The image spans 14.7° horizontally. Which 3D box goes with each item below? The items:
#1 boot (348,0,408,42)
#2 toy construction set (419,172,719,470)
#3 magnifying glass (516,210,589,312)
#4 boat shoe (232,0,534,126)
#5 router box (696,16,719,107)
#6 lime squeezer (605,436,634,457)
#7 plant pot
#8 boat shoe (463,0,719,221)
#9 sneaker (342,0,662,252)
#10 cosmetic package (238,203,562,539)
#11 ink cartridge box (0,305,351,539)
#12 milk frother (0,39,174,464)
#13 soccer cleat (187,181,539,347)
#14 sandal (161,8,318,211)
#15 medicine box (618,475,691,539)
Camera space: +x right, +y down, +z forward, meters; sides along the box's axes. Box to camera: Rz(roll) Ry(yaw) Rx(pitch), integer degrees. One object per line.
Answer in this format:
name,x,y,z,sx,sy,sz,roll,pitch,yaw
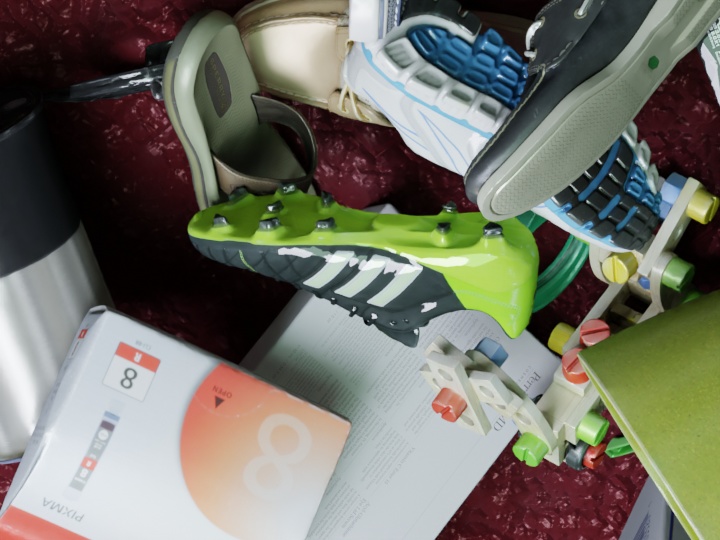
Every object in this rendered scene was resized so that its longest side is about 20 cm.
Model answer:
boot,0.048,-0.204,1.479,0.090,0.200,0.073,9,152,2
toy construction set,0.127,0.038,1.604,0.092,0.200,0.131,44,161,27
magnifying glass,0.112,-0.054,1.596,0.022,0.080,0.200,42,140,29
boat shoe,0.018,-0.117,1.592,0.200,0.069,0.074,4,118,6
router box,0.259,-0.140,1.522,0.150,0.062,0.200,-20,98,17
lime squeezer,0.224,0.098,1.646,0.071,0.200,0.038,-41,119,-20
plant pot,0.249,0.069,1.503,0.200,0.187,0.187,-33,109,1
boat shoe,0.119,-0.111,1.472,0.068,0.072,0.200,37,84,26
sneaker,0.076,-0.075,1.533,0.200,0.075,0.087,38,151,-7
cosmetic package,0.004,0.084,1.647,0.151,0.052,0.200,42,75,-11
ink cartridge box,-0.116,0.141,1.550,0.162,0.050,0.200,26,77,-18
milk frother,-0.159,-0.019,1.609,0.200,0.181,0.188,-11,113,20
soccer cleat,0.000,0.000,1.540,0.200,0.068,0.081,5,119,16
sandal,-0.058,-0.067,1.585,0.057,0.080,0.201,12,152,23
medicine box,0.252,0.220,1.668,0.200,0.182,0.103,21,119,-2
